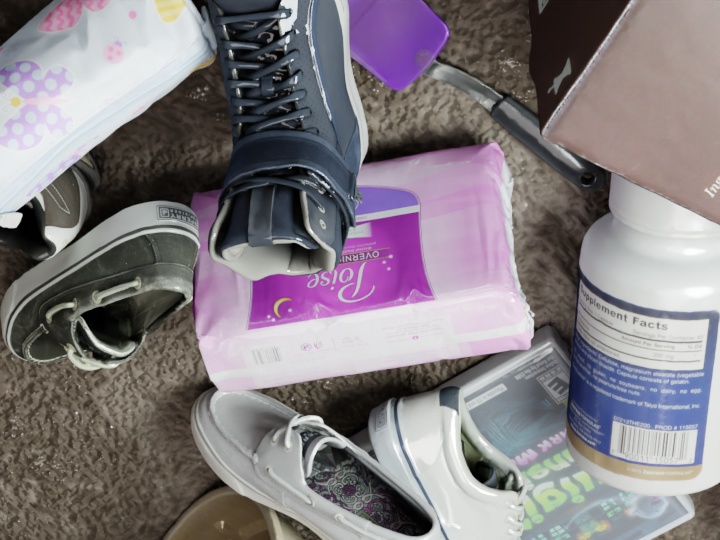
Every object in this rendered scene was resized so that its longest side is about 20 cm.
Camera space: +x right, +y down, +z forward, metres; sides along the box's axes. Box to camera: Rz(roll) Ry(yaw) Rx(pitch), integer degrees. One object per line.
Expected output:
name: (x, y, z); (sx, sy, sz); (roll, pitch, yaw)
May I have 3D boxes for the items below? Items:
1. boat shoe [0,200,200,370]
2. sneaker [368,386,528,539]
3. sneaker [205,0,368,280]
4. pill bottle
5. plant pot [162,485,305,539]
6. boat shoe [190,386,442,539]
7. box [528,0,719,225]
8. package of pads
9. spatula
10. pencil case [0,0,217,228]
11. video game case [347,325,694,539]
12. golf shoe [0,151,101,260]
boat shoe: (-0.164, 0.025, 1.285); (0.071, 0.064, 0.200); (11, 151, -31)
sneaker: (0.078, 0.161, 1.375); (0.071, 0.073, 0.200); (-19, 120, 22)
sneaker: (-0.049, -0.089, 1.150); (0.077, 0.146, 0.203); (-5, 130, 19)
pill bottle: (0.186, 0.027, 1.287); (0.111, 0.111, 0.201); (2, 117, 0)
plant pot: (-0.040, 0.269, 1.421); (0.183, 0.201, 0.201); (26, 121, -27)
boat shoe: (-0.029, 0.127, 1.334); (0.200, 0.072, 0.069); (41, 146, 26)
box: (0.218, -0.132, 1.154); (0.200, 0.166, 0.164); (24, 121, -15)
package of pads: (0.000, 0.000, 1.267); (0.199, 0.121, 0.076); (-9, 145, 6)
spatula: (0.071, -0.106, 1.260); (0.200, 0.021, 0.057); (33, 117, -19)
pencil case: (-0.175, -0.095, 1.182); (0.200, 0.091, 0.083); (-42, 130, -14)
video game case: (0.096, 0.148, 1.424); (0.200, 0.023, 0.182); (-31, 118, 19)
golf shoe: (-0.254, -0.068, 1.247); (0.199, 0.095, 0.078); (19, 126, -9)
